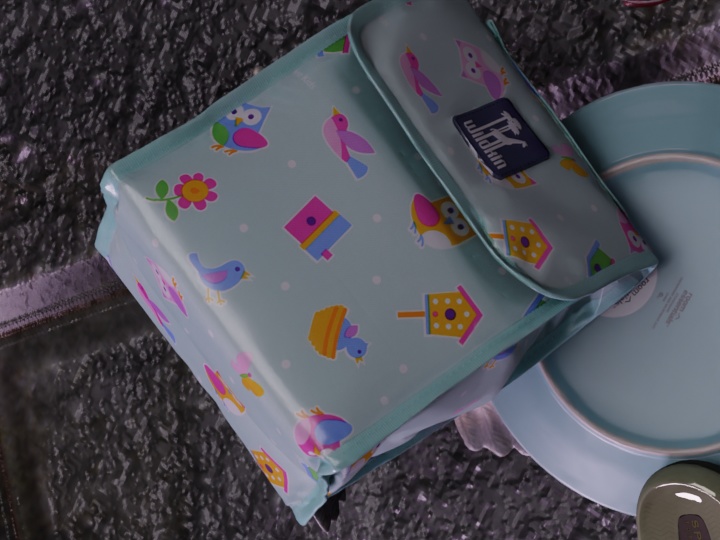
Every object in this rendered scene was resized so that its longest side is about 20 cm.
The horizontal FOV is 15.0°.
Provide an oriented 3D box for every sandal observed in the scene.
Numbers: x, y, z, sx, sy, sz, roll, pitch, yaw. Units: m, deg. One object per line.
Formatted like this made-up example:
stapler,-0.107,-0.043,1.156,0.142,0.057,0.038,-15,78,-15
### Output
sandal,0.159,0.185,1.215,0.080,0.057,0.202,-12,101,32

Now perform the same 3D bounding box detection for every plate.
plate,0.143,0.015,1.228,0.199,0.026,0.201,1,92,16

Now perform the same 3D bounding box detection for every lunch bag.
lunch bag,0.011,-0.017,1.184,0.200,0.122,0.171,-33,78,-17

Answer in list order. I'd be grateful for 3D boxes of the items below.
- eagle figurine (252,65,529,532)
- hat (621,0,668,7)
eagle figurine,0.002,0.003,1.300,0.152,0.151,0.200,-39,58,15
hat,0.240,-0.176,1.108,0.165,0.176,0.201,22,101,31
